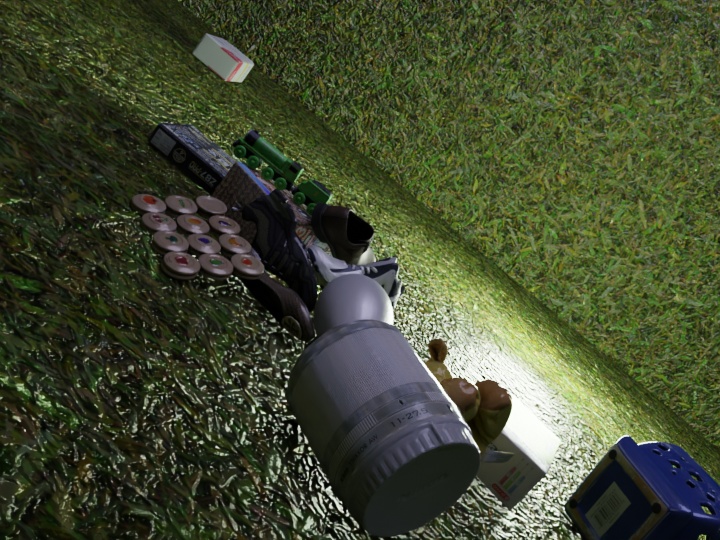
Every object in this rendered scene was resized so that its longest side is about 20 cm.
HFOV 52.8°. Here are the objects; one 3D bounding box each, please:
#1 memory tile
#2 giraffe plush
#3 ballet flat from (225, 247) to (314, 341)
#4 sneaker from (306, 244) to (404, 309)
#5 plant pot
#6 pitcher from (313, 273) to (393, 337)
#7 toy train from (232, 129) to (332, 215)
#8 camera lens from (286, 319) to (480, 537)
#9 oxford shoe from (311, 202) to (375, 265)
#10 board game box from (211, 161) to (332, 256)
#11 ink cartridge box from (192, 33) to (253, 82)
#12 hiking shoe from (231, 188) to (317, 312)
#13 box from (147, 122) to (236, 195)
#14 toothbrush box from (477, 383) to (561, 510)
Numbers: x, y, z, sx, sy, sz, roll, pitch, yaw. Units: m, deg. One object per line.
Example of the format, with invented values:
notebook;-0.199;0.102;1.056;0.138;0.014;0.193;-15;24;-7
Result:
memory tile;-0.233;-0.052;1.036;0.152;0.017;0.200;2;35;-38
giraffe plush;0.105;0.181;0.981;0.200;0.173;0.162;36;11;-45
ballet flat;-0.136;0.033;1.048;0.046;0.068;0.200;-22;56;-36
sneaker;0.000;0.000;1.246;0.199;0.130;0.079;45;-15;-14
plant pot;0.457;0.395;1.157;0.179;0.201;0.200;23;21;-28
pitcher;0.000;0.106;1.074;0.200;0.120;0.172;-91;155;-65
toy train;-0.134;-0.171;1.261;0.200;0.056;0.042;39;14;-4
camera lens;0.019;0.167;0.806;0.159;0.160;0.200;24;21;-45
oxford shoe;-0.009;-0.047;1.276;0.084;0.073;0.200;4;-22;26
board game box;-0.145;-0.089;1.296;0.159;0.097;0.200;46;16;26
ink cartridge box;-0.455;-0.707;2.423;0.145;0.084;0.200;39;14;-3
hiking shoe;-0.133;-0.021;1.143;0.076;0.100;0.201;-140;-150;-84
box;-0.289;-0.203;1.386;0.200;0.049;0.161;39;16;0
toothbrush box;0.229;0.272;1.158;0.146;0.086;0.200;43;14;15
